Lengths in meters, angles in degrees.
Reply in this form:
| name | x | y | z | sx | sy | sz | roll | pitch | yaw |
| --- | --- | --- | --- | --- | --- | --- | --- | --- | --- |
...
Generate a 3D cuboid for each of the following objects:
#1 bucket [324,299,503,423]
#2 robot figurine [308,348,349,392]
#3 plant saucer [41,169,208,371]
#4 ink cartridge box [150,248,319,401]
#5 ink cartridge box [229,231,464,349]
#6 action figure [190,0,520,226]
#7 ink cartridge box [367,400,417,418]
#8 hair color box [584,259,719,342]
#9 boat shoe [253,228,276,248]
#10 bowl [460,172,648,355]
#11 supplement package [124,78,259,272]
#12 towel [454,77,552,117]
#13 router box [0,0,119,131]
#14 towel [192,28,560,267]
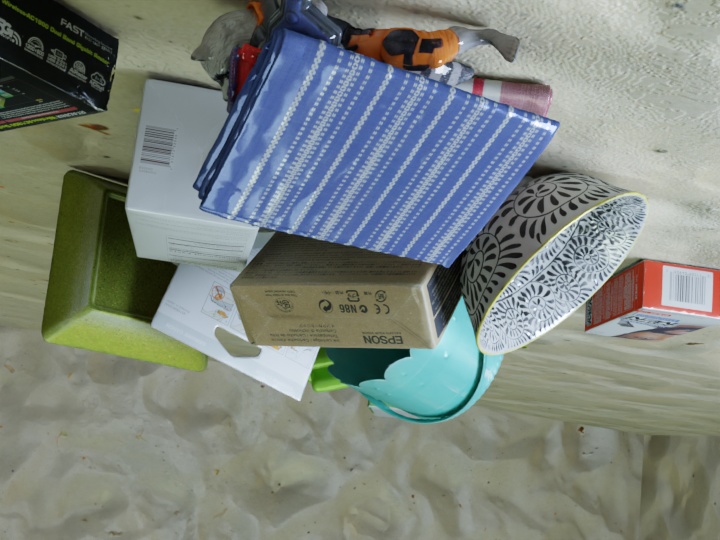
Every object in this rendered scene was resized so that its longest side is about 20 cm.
| name | x | y | z | sx | sy | sz | roll | pitch | yaw |
| --- | --- | --- | --- | --- | --- | --- | --- | --- | --- |
| bucket | 0.070 | 0.078 | 1.080 | 0.134 | 0.209 | 0.207 | 32 | 157 | -28 |
| robot figurine | -0.043 | 0.089 | 1.294 | 0.115 | 0.201 | 0.177 | -14 | 122 | 6 |
| plant saucer | -0.241 | -0.003 | 1.001 | 0.199 | 0.202 | 0.048 | 17 | 154 | -36 |
| ink cartridge box | -0.124 | 0.030 | 1.016 | 0.199 | 0.175 | 0.043 | 30 | 159 | -22 |
| ink cartridge box | 0.000 | 0.000 | 0.866 | 0.198 | 0.165 | 0.076 | -1 | 120 | 26 |
| action figure | -0.019 | -0.115 | 0.597 | 0.192 | 0.105 | 0.200 | 15 | 141 | -12 |
| ink cartridge box | 0.064 | 0.108 | 1.292 | 0.087 | 0.202 | 0.145 | 3 | 166 | 6 |
| hair color box | 0.373 | 0.044 | 1.139 | 0.110 | 0.065 | 0.200 | 7 | 168 | -4 |
| boat shoe | -0.144 | -0.065 | 0.958 | 0.198 | 0.071 | 0.071 | 1 | 167 | -26 |
| bowl | 0.159 | -0.025 | 0.822 | 0.200 | 0.094 | 0.201 | -30 | 152 | -18 |
| supplement package | -0.145 | -0.075 | 0.805 | 0.108 | 0.115 | 0.200 | 8 | 167 | -10 |
| towel | 0.045 | -0.119 | 0.712 | 0.198 | 0.023 | 0.144 | 6 | 166 | 6 |
| router box | -0.299 | -0.159 | 0.645 | 0.199 | 0.063 | 0.150 | -1 | 164 | 34 |
| towel | 0.008 | -0.070 | 0.567 | 0.198 | 0.024 | 0.145 | 12 | 136 | -26 |
